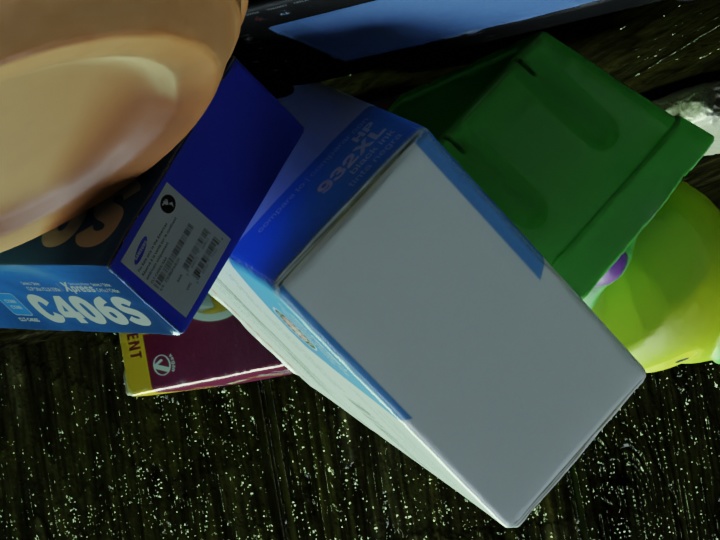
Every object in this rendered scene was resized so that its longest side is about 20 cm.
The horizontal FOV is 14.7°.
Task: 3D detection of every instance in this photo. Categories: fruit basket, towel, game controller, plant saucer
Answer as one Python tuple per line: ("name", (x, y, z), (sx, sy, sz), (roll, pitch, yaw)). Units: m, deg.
("fruit basket", (0.095, -0.003, 1.315), (0.156, 0.216, 0.215), (-47, -169, -21))
("towel", (0.235, -0.096, 1.701), (0.199, 0.035, 0.132), (-6, 173, -38))
("game controller", (0.028, -0.100, 0.991), (0.199, 0.042, 0.104), (-12, 176, 24))
("plant saucer", (-0.123, -0.048, 0.901), (0.200, 0.038, 0.200), (-25, 165, -7))

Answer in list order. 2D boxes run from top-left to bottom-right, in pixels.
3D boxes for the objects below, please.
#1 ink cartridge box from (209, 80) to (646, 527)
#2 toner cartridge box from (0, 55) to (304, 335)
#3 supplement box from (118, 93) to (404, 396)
("ink cartridge box", (0.000, 0.000, 1.098), (0.084, 0.145, 0.200), (-48, -153, -6))
("toner cartridge box", (-0.116, -0.027, 1.051), (0.200, 0.095, 0.043), (0, 142, 50))
("supplement box", (-0.030, -0.012, 1.498), (0.199, 0.131, 0.103), (-13, 175, 27))
